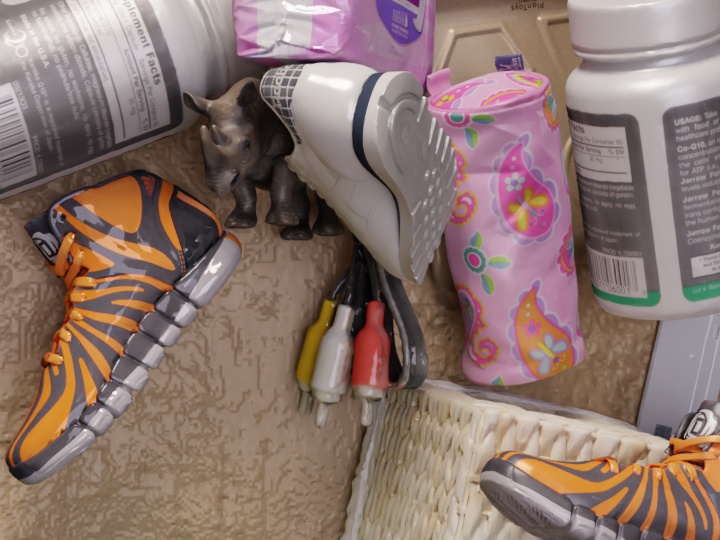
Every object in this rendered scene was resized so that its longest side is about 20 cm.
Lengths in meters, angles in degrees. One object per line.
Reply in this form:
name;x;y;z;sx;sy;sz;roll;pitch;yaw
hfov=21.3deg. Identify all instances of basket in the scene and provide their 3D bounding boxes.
basket;0.104;0.184;1.215;0.198;0.161;0.201;13;89;-21

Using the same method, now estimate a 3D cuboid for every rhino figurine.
rhino figurine;-0.058;-0.069;1.138;0.060;0.200;0.088;-1;85;19

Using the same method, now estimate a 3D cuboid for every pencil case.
pencil case;0.091;-0.029;1.211;0.087;0.087;0.200;-18;111;-19

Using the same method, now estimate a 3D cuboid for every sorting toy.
sorting toy;0.119;-0.099;1.280;0.185;0.036;0.201;-10;100;-19

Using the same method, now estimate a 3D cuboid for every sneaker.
sneaker;0.003;-0.059;1.112;0.080;0.200;0.077;10;63;18
sneaker;-0.171;0.025;1.153;0.112;0.078;0.200;41;68;-13
sneaker;0.167;0.120;1.115;0.200;0.078;0.112;26;78;-22

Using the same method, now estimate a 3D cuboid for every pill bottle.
pill bottle;0.191;-0.079;1.213;0.113;0.113;0.201;-15;109;-19
pill bottle;-0.162;-0.121;1.131;0.200;0.113;0.113;-22;99;-18

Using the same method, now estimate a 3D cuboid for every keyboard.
keyboard;0.215;0.120;1.333;0.056;0.011;0.201;14;87;-15

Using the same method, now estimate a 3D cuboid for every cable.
cable;0.000;0.000;1.205;0.050;0.097;0.201;-1;94;-41

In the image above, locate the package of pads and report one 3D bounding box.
package of pads;-0.013;-0.172;1.133;0.075;0.200;0.121;2;89;18
